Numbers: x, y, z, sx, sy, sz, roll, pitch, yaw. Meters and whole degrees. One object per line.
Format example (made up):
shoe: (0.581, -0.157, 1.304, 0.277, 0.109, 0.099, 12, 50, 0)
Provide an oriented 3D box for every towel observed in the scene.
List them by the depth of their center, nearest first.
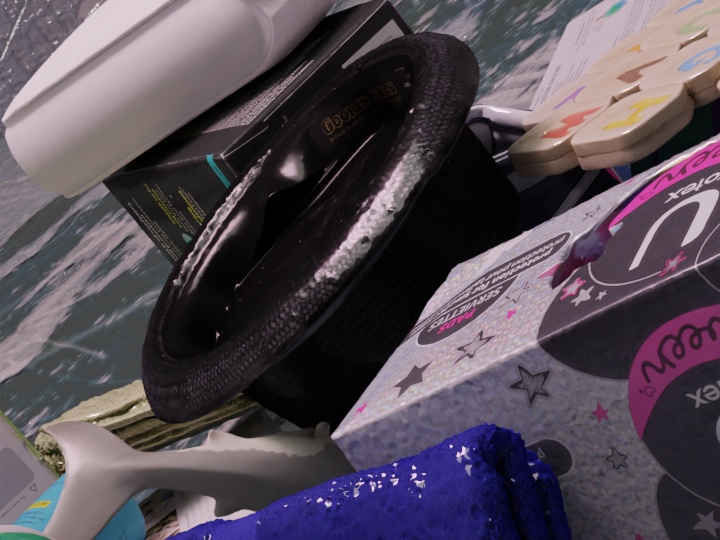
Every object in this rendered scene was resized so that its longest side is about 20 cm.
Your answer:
towel: (0.000, 0.140, 0.752, 0.049, 0.149, 0.199, -8, -12, -45)
towel: (-0.095, 0.069, 1.226, 0.148, 0.037, 0.200, -21, -3, -14)

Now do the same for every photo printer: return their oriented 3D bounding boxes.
photo printer: (-0.085, -0.136, 1.286, 0.199, 0.070, 0.167, -30, 17, 35)

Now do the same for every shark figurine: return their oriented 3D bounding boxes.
shark figurine: (-0.027, 0.105, 0.962, 0.128, 0.090, 0.214, -9, -12, 37)

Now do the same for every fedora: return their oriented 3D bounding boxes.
fedora: (0.000, 0.000, 0.999, 0.201, 0.091, 0.201, -43, 22, 22)

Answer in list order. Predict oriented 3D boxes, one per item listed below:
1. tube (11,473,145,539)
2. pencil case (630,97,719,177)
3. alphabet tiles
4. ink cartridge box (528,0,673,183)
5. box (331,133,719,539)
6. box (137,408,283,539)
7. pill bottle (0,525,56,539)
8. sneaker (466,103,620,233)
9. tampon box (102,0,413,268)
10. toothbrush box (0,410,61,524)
tube: (-0.176, 0.163, 1.068, 0.200, 0.050, 0.077, -42, -5, -42)
pencil case: (0.189, -0.063, 0.969, 0.092, 0.085, 0.200, -34, 13, -21)
alphabet tiles: (0.152, -0.100, 0.973, 0.200, 0.015, 0.195, -38, 15, -22)
ink cartridge box: (0.184, -0.112, 1.146, 0.199, 0.076, 0.137, -32, 17, 31)
box: (0.113, 0.039, 0.751, 0.199, 0.132, 0.115, -28, 15, 38)
box: (-0.108, 0.157, 1.142, 0.200, 0.036, 0.144, -37, 14, 2)
pill bottle: (-0.068, 0.167, 0.708, 0.113, 0.113, 0.199, -44, 49, -19)
sneaker: (0.040, -0.002, 1.104, 0.199, 0.109, 0.070, -30, 16, 32)
tampon box: (-0.023, -0.040, 1.289, 0.126, 0.150, 0.200, -44, 15, -18)
toothbrush box: (-0.223, 0.153, 1.236, 0.146, 0.086, 0.200, -43, 0, -15)
